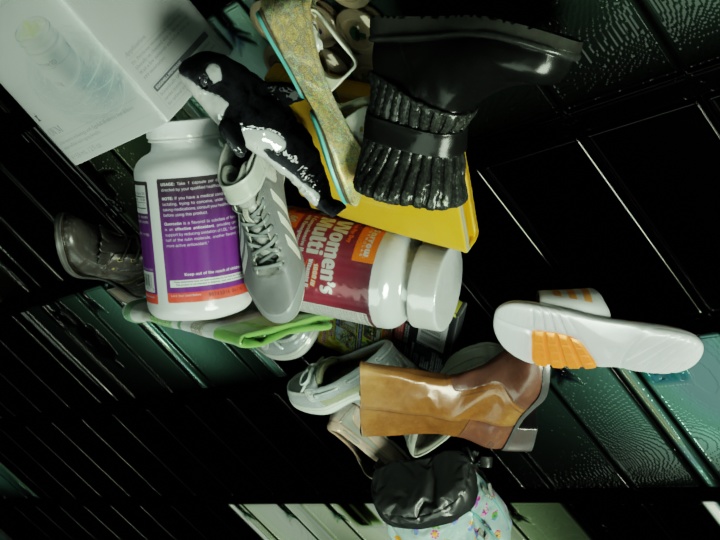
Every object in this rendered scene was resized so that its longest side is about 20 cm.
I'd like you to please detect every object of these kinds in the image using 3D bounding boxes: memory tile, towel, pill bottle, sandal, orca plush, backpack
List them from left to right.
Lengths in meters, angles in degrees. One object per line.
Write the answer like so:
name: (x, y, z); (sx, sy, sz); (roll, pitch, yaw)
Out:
pill bottle: (-0.174, -0.055, 1.229); (0.112, 0.112, 0.203); (3, 101, 39)
towel: (-0.146, 0.053, 1.300); (0.199, 0.148, 0.031); (12, 107, 41)
orca plush: (-0.075, -0.137, 1.099); (0.071, 0.105, 0.200); (-40, 91, 24)
memory tile: (-0.035, -0.207, 1.102); (0.152, 0.017, 0.201); (14, 142, 30)
pill bottle: (0.000, 0.000, 1.243); (0.198, 0.110, 0.110); (10, 141, 21)
backpack: (0.116, 0.329, 1.545); (0.165, 0.128, 0.200); (-9, 136, 31)
sandal: (0.232, 0.056, 1.168); (0.204, 0.060, 0.080); (9, 135, 1)

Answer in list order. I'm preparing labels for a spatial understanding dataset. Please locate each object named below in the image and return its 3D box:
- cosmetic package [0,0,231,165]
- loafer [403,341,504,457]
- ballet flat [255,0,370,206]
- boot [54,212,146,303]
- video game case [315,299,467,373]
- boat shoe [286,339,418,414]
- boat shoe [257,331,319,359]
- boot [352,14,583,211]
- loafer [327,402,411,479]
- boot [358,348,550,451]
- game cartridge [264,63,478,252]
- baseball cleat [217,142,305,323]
cosmetic package: (-0.275, -0.235, 1.187); (0.198, 0.123, 0.200); (-13, 123, 49)
loafer: (0.110, 0.149, 1.354); (0.069, 0.070, 0.200); (16, 141, -20)
ballet flat: (-0.025, -0.156, 1.053); (0.070, 0.071, 0.202); (-11, 109, 48)
boot: (-0.227, -0.030, 1.329); (0.172, 0.070, 0.200); (-14, 155, 18)
video game case: (0.029, 0.062, 1.385); (0.179, 0.026, 0.201); (26, 147, 14)
boat shoe: (-0.020, 0.123, 1.424); (0.201, 0.075, 0.065); (-13, 121, 46)
boat shoe: (-0.126, 0.050, 1.422); (0.201, 0.075, 0.065); (23, 171, 47)
boot: (0.084, -0.126, 0.975); (0.210, 0.079, 0.160); (13, 102, 43)
loafer: (0.013, 0.249, 1.604); (0.071, 0.063, 0.201); (0, 134, 43)
boot: (0.097, 0.109, 1.262); (0.197, 0.069, 0.190); (7, 133, 1)
game cartridge: (0.013, -0.110, 1.147); (0.198, 0.033, 0.177); (19, 145, 28)
baseball cleat: (-0.105, -0.048, 1.170); (0.069, 0.202, 0.106); (-12, 173, 19)
